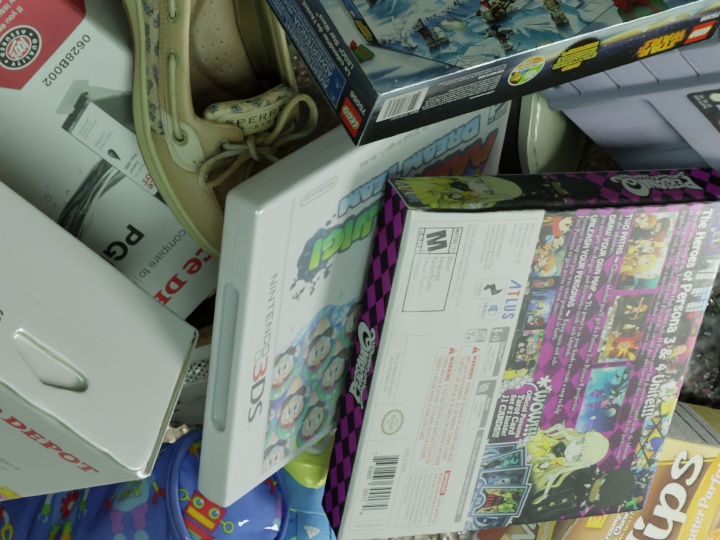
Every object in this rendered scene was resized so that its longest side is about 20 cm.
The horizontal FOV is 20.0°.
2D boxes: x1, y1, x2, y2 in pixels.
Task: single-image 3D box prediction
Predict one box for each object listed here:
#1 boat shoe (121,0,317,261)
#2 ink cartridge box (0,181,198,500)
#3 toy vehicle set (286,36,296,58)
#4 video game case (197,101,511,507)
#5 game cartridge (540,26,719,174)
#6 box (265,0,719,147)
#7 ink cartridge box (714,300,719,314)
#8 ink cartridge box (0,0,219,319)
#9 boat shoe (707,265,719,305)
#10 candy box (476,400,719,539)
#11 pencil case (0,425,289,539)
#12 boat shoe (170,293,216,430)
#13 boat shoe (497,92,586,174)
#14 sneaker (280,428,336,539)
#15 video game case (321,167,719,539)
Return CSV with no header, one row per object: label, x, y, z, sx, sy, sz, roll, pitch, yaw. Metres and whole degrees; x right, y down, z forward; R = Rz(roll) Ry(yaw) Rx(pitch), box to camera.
boat shoe,-0.066,-0.095,0.937,0.073,0.062,0.201,-29,112,-34
ink cartridge box,-0.197,0.040,0.958,0.199,0.088,0.145,-12,140,45
toy vehicle set,-0.027,-0.196,0.972,0.124,0.027,0.200,31,118,-30
video game case,0.000,0.000,0.998,0.200,0.024,0.183,-34,144,-41
game cartridge,0.180,-0.080,1.047,0.129,0.039,0.200,-2,161,30
box,0.052,-0.141,0.899,0.199,0.137,0.040,-18,154,-28
ink cartridge box,0.278,0.030,1.196,0.104,0.059,0.200,-39,136,0
ink cartridge box,-0.148,-0.059,1.005,0.147,0.083,0.200,-45,122,11
boat shoe,0.166,-0.006,1.086,0.199,0.072,0.067,-4,84,-7
candy box,0.173,0.137,1.210,0.199,0.055,0.116,14,114,-46
pencil case,-0.126,0.129,1.079,0.078,0.087,0.199,30,150,-36
boat shoe,-0.085,0.057,1.089,0.199,0.071,0.070,-21,113,9
boat shoe,0.077,-0.118,1.058,0.072,0.060,0.202,-52,146,-37
sneaker,-0.061,0.161,1.125,0.075,0.106,0.200,8,143,-14
video game case,0.082,0.043,1.022,0.180,0.036,0.201,-3,124,-21
